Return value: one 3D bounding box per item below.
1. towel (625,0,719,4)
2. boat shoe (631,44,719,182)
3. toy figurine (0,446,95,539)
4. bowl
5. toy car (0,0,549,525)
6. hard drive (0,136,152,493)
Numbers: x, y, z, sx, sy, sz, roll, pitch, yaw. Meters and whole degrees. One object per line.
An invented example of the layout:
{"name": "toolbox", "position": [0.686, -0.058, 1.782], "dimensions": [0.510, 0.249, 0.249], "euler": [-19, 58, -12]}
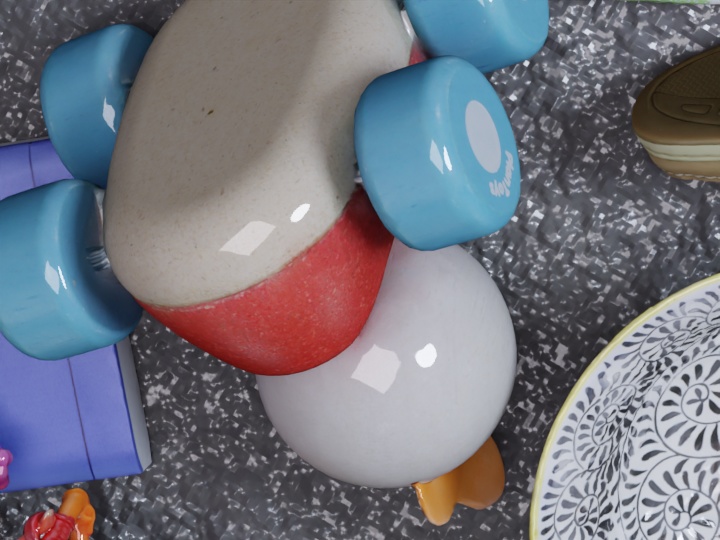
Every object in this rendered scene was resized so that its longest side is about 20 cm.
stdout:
{"name": "towel", "position": [0.136, -0.166, 1.050], "dimensions": [0.200, 0.031, 0.149], "euler": [6, 101, 8]}
{"name": "boat shoe", "position": [0.197, -0.047, 1.040], "dimensions": [0.200, 0.074, 0.066], "euler": [-3, 128, 18]}
{"name": "toy figurine", "position": [-0.147, 0.127, 1.091], "dimensions": [0.200, 0.150, 0.184], "euler": [-42, 93, -9]}
{"name": "bowl", "position": [0.164, 0.086, 1.056], "dimensions": [0.201, 0.094, 0.201], "euler": [1, 99, 9]}
{"name": "toy car", "position": [0.000, 0.000, 1.060], "dimensions": [0.184, 0.177, 0.200], "euler": [-17, 126, 25]}
{"name": "hard drive", "position": [-0.190, 0.027, 1.138], "dimensions": [0.200, 0.025, 0.132], "euler": [-9, 98, 10]}
